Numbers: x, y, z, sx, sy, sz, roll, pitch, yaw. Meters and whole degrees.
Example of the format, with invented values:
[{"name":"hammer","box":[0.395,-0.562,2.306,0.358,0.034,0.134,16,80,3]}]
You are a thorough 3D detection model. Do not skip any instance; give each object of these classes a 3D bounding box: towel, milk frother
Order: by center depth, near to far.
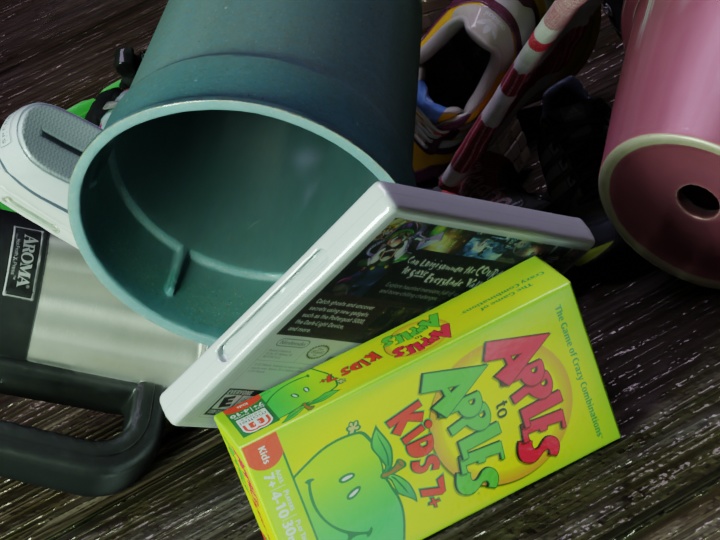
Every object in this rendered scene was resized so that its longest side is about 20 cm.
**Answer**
[{"name":"towel","box":[0.122,-0.144,1.617,0.144,0.023,0.200,-50,-5,-42]},{"name":"milk frother","box":[-0.202,0.062,1.655,0.187,0.182,0.200,12,-14,-9]}]

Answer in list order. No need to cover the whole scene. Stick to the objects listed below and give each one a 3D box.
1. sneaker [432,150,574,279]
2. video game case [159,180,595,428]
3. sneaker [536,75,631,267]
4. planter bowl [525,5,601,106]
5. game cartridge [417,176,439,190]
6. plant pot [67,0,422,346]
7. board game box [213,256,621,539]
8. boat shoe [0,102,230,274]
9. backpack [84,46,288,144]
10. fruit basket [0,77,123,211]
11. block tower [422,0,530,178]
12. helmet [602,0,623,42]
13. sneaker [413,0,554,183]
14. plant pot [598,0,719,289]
[{"name":"sneaker","box":[0.092,-0.020,1.643,0.097,0.071,0.201,-15,25,17]},{"name":"video game case","box":[0.012,0.026,1.423,0.182,0.023,0.199,-44,-28,25]},{"name":"sneaker","box":[0.145,-0.063,1.681,0.073,0.081,0.200,-21,22,0]},{"name":"planter bowl","box":[0.067,-0.171,1.870,0.199,0.201,0.084,-10,37,25]},{"name":"game cartridge","box":[-0.025,-0.032,1.827,0.133,0.041,0.199,-38,27,-27]},{"name":"plant pot","box":[-0.050,-0.091,1.497,0.199,0.201,0.197,-11,44,23]},{"name":"board game box","box":[0.032,0.084,1.409,0.199,0.102,0.048,-26,25,-11]},{"name":"boat shoe","box":[-0.136,-0.035,1.564,0.067,0.199,0.074,-31,33,47]},{"name":"backpack","box":[-0.078,-0.065,1.697,0.199,0.167,0.127,-7,55,52]},{"name":"fruit basket","box":[-0.219,-0.030,1.913,0.215,0.156,0.216,-37,-17,-13]},{"name":"block tower","box":[0.059,-0.146,1.794,0.054,0.201,0.058,-12,18,25]},{"name":"helmet","box":[0.260,-0.208,1.769,0.199,0.191,0.201,9,39,-7]},{"name":"sneaker","box":[0.049,-0.117,1.710,0.090,0.075,0.200,-45,-9,-45]},{"name":"plant pot","box":[0.231,-0.095,1.557,0.199,0.200,0.179,-2,45,39]}]
